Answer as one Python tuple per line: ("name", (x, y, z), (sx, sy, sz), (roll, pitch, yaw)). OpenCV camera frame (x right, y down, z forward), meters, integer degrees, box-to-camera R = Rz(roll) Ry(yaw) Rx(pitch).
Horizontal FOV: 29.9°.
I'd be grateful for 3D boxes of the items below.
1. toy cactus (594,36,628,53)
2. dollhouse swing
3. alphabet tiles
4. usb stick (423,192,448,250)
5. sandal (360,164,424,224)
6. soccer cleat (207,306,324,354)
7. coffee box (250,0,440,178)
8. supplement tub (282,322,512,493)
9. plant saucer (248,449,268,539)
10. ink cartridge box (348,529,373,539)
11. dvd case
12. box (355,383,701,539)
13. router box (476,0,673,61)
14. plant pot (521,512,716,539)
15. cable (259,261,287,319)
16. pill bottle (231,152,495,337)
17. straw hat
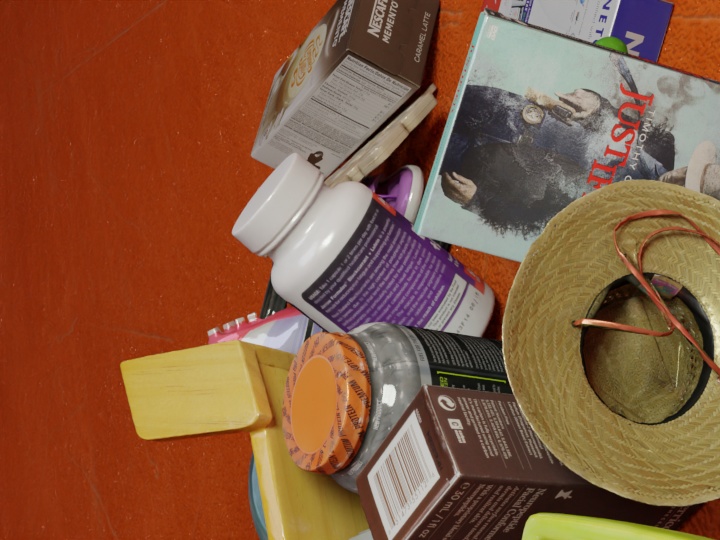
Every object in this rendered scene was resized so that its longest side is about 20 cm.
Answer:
("toy cactus", (0.138, -0.054, 0.901), (0.102, 0.164, 0.201), (-140, 55, -58))
("dollhouse swing", (-0.063, 0.162, 1.049), (0.181, 0.200, 0.177), (-12, 70, 36))
("alphabet tiles", (-0.007, -0.088, 1.213), (0.196, 0.015, 0.200), (-49, 8, -37))
("usb stick", (0.042, 0.030, 1.187), (0.055, 0.033, 0.201), (26, 105, 53))
("sandal", (0.009, -0.054, 1.207), (0.203, 0.050, 0.083), (178, 104, -77))
("soccer cleat", (-0.049, 0.061, 1.209), (0.199, 0.067, 0.077), (-18, 94, 27))
("coffee box", (-0.017, -0.181, 1.279), (0.200, 0.080, 0.115), (-40, 31, 50))
("supplement tub", (0.053, 0.104, 0.969), (0.122, 0.199, 0.123), (-28, 57, 54))
("plant saucer", (-0.032, 0.178, 1.175), (0.199, 0.036, 0.201), (-12, 71, 37))
("ink cartridge box", (0.077, 0.276, 0.930), (0.083, 0.145, 0.201), (-36, 51, 51))
("dvd case", (0.149, -0.066, 0.853), (0.022, 0.199, 0.147), (-112, 39, -72))
("box", (0.109, 0.138, 0.857), (0.100, 0.199, 0.075), (-58, 38, 36))
("router box", (0.140, -0.125, 1.037), (0.179, 0.049, 0.201), (32, 109, 60))
("plant pot", (0.200, 0.236, 0.682), (0.200, 0.181, 0.200), (-2, 80, 61))
("cable", (-0.087, -0.019, 1.370), (0.097, 0.050, 0.201), (-41, 25, 54))
("pill bottle", (0.000, 0.000, 1.074), (0.111, 0.200, 0.111), (-48, 14, 16))
("straw hat", (0.171, 0.053, 0.832), (0.085, 0.200, 0.202), (113, 157, -68))
